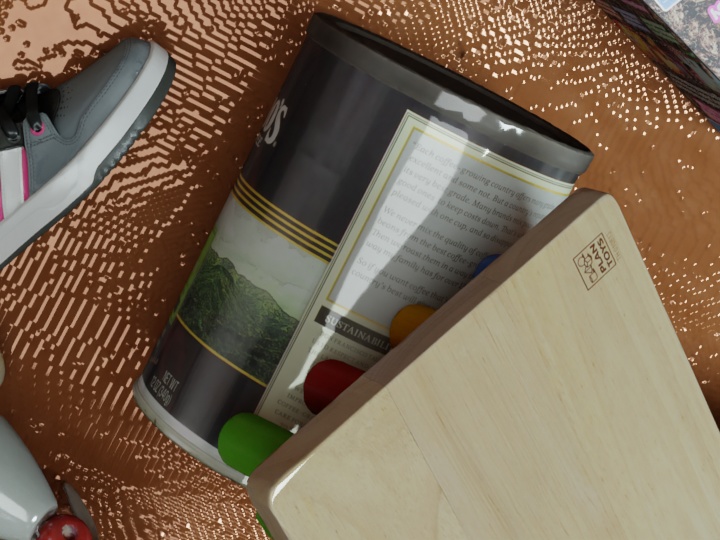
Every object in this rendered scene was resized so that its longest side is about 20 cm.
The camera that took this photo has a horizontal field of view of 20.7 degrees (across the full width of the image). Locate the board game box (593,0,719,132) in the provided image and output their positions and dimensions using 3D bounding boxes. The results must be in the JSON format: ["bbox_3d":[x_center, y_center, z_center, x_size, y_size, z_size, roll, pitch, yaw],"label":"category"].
[{"bbox_3d":[0.160,-0.148,0.905,0.200,0.159,0.097,43,95,-14],"label":"board game box"}]

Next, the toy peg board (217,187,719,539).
[{"bbox_3d":[0.047,0.093,0.863,0.199,0.098,0.200,-40,122,-21],"label":"toy peg board"}]

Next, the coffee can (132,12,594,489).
[{"bbox_3d":[0.000,0.000,0.929,0.146,0.146,0.200,25,99,-11],"label":"coffee can"}]

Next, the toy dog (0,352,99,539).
[{"bbox_3d":[-0.185,0.122,0.961,0.132,0.096,0.200,-18,72,-39],"label":"toy dog"}]

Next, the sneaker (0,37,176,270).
[{"bbox_3d":[-0.194,-0.068,0.930,0.200,0.084,0.121,-41,113,5],"label":"sneaker"}]
